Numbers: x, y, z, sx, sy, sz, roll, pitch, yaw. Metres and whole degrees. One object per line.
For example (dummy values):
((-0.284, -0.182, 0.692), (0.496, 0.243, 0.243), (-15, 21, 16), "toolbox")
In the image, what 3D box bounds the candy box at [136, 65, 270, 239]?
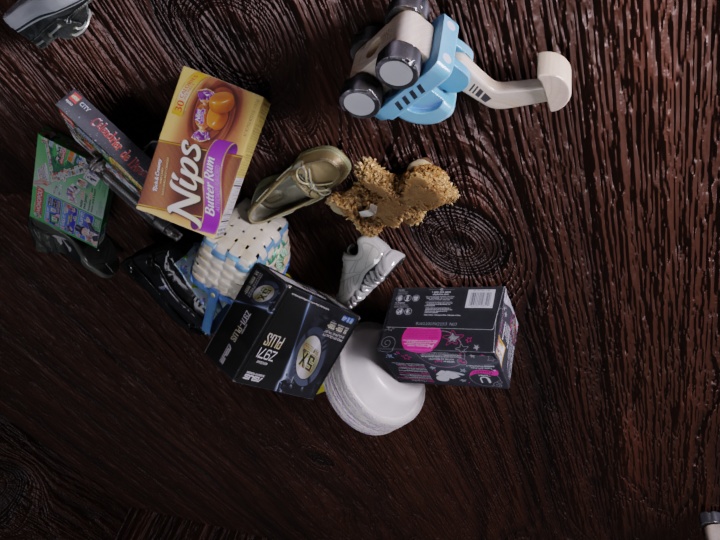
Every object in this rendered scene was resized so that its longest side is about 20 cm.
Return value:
((-0.212, -0.156, 0.866), (0.116, 0.201, 0.056), (22, -174, 0), "candy box")

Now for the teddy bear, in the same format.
((0.042, -0.107, 0.900), (0.144, 0.067, 0.200), (29, 147, -17), "teddy bear")

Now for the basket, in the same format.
((-0.201, -0.001, 1.067), (0.139, 0.177, 0.200), (31, 139, 3), "basket")

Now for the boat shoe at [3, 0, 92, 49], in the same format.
((-0.381, -0.338, 0.825), (0.199, 0.072, 0.071), (2, 150, 41), "boat shoe")

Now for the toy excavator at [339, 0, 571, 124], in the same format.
((0.105, -0.216, 0.716), (0.199, 0.101, 0.194), (26, 148, -29), "toy excavator")

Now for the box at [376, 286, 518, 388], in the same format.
((0.149, 0.109, 1.065), (0.199, 0.133, 0.115), (-1, 141, 26), "box")

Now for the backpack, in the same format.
((-0.326, 0.030, 1.218), (0.162, 0.154, 0.201), (-14, 110, 36), "backpack")

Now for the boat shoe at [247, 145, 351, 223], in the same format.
((-0.094, -0.122, 0.950), (0.200, 0.063, 0.073), (-15, 131, 40), "boat shoe")

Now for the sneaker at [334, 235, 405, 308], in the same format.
((0.000, 0.000, 1.066), (0.081, 0.075, 0.200), (44, 144, 1), "sneaker")

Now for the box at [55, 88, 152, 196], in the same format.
((-0.358, -0.166, 0.968), (0.200, 0.038, 0.137), (43, 164, -2), "box")

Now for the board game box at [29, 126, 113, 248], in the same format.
((-0.509, -0.141, 1.133), (0.134, 0.029, 0.200), (27, 132, -7), "board game box")

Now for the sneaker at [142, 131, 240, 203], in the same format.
((-0.264, -0.146, 1.002), (0.146, 0.077, 0.202), (35, 155, 0), "sneaker")

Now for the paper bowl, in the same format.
((0.037, 0.188, 1.168), (0.200, 0.201, 0.104), (35, 132, -18), "paper bowl")

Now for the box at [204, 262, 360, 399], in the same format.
((-0.118, 0.102, 1.017), (0.086, 0.164, 0.200), (32, -179, 38), "box")

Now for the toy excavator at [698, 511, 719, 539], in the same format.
((0.853, 0.600, 1.374), (0.199, 0.100, 0.195), (-12, 134, 26), "toy excavator")

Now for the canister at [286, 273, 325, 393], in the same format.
((-0.121, 0.119, 1.201), (0.086, 0.149, 0.201), (-20, 133, 9), "canister")

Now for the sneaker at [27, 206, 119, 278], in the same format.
((-0.577, -0.054, 1.279), (0.199, 0.077, 0.114), (42, 142, -21), "sneaker")

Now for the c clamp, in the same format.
((-0.344, -0.111, 0.973), (0.200, 0.027, 0.171), (41, 170, -1), "c clamp")
